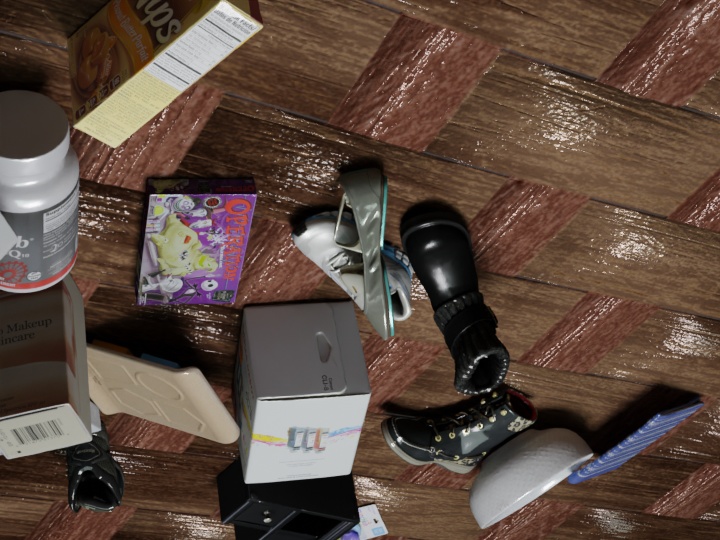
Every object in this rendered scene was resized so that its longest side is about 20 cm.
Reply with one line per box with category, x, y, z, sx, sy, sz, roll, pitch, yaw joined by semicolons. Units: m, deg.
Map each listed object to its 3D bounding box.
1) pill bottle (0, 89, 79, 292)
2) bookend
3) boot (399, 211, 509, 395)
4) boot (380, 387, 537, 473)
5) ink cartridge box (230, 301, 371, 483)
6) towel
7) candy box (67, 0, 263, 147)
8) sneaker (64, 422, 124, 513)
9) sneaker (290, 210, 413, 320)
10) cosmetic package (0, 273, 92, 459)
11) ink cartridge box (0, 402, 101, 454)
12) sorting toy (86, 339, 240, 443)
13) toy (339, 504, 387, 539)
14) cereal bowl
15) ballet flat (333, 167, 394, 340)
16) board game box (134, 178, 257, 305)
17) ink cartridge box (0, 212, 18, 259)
pill bottle;-0.342;-0.079;1.418;0.116;0.116;0.200;-2;142;-13
bookend;-0.141;0.360;2.083;0.200;0.092;0.199;20;134;-35
boot;0.116;0.040;1.674;0.079;0.158;0.211;-19;143;10
boot;0.140;0.214;1.992;0.154;0.074;0.203;-39;141;27
ink cartridge box;-0.079;0.154;1.781;0.144;0.145;0.200;-2;142;-13
towel;0.412;0.255;2.122;0.145;0.024;0.200;-9;151;-50
candy box;-0.182;-0.216;1.281;0.200;0.116;0.055;-35;139;28
sneaker;-0.363;0.299;1.922;0.076;0.114;0.200;-5;145;-7
sneaker;0.000;0.000;1.650;0.075;0.087;0.200;-33;138;29
cosmetic package;-0.365;0.097;1.576;0.103;0.200;0.087;-14;143;0
ink cartridge box;-0.445;0.193;1.761;0.196;0.043;0.200;-13;166;2
sorting toy;-0.263;0.146;1.762;0.200;0.037;0.185;9;150;22
toy;-0.058;0.441;2.253;0.200;0.047;0.115;-14;145;4
cereal bowl;0.240;0.294;2.085;0.200;0.083;0.200;-32;166;-9
ballet flat;0.002;-0.017;1.588;0.064;0.067;0.200;-4;106;-2
board game box;-0.190;-0.030;1.604;0.120;0.032;0.200;-5;143;-17
ink cartridge box;-0.440;-0.079;1.322;0.084;0.200;0.144;-51;150;-21
